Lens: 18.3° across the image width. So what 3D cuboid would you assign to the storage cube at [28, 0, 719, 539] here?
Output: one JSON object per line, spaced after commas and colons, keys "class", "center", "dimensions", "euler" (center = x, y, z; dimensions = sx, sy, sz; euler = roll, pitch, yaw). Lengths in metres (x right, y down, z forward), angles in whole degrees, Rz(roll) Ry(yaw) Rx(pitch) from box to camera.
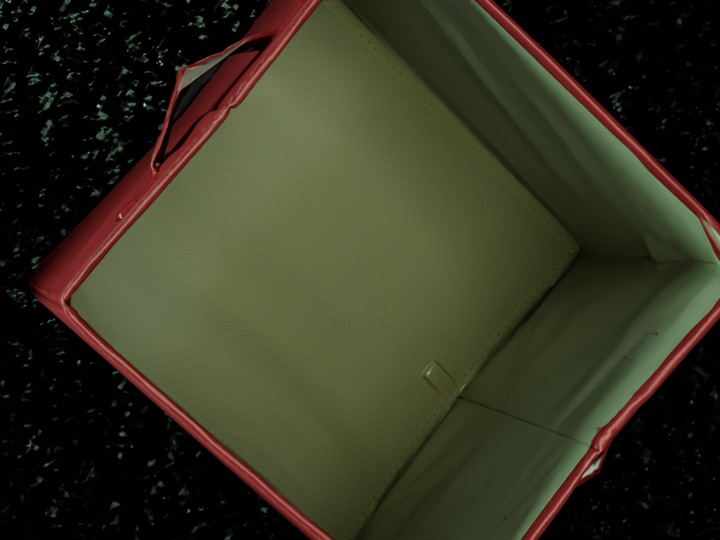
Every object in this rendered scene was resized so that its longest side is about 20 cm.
{"class": "storage cube", "center": [0.000, 0.000, 0.810], "dimensions": [0.200, 0.180, 0.171], "euler": [42, 83, -10]}
